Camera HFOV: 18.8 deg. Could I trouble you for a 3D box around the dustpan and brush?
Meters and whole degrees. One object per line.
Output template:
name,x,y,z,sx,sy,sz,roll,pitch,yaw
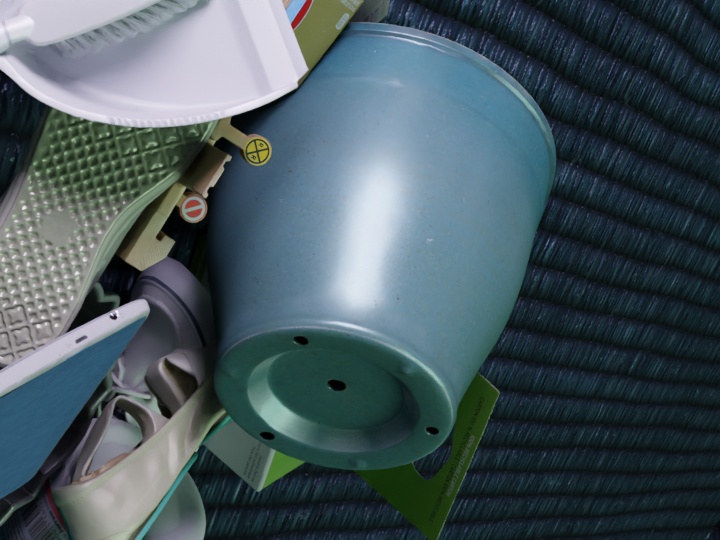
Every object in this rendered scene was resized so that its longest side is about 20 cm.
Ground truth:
dustpan and brush,-0.140,-0.112,0.973,0.199,0.140,0.057,-22,-179,4

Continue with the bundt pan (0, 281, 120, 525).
bundt pan,-0.222,0.063,1.147,0.202,0.076,0.202,-40,156,-22

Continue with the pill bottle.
pill bottle,-0.191,0.188,1.323,0.200,0.109,0.109,-45,162,28

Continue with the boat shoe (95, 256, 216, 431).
boat shoe,-0.129,0.074,1.343,0.065,0.073,0.201,-40,154,-33

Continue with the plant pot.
plant pot,0.000,0.000,1.216,0.201,0.198,0.189,95,6,-53

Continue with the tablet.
tablet,-0.183,0.086,1.069,0.130,0.014,0.200,-30,168,-38

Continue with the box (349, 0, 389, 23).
box,-0.003,-0.183,1.181,0.041,0.039,0.200,-45,169,-16

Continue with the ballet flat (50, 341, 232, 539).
ballet flat,-0.108,0.085,1.247,0.200,0.069,0.070,-50,162,-41

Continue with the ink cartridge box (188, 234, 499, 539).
ink cartridge box,-0.025,0.077,1.375,0.076,0.200,0.148,-27,147,-43

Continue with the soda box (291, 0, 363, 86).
soda box,-0.072,-0.160,1.101,0.064,0.068,0.200,-52,157,4

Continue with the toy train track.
toy train track,-0.052,-0.084,1.063,0.032,0.115,0.201,32,90,-23

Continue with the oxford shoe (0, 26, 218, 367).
oxford shoe,-0.129,-0.046,1.037,0.201,0.075,0.058,-58,-169,1
